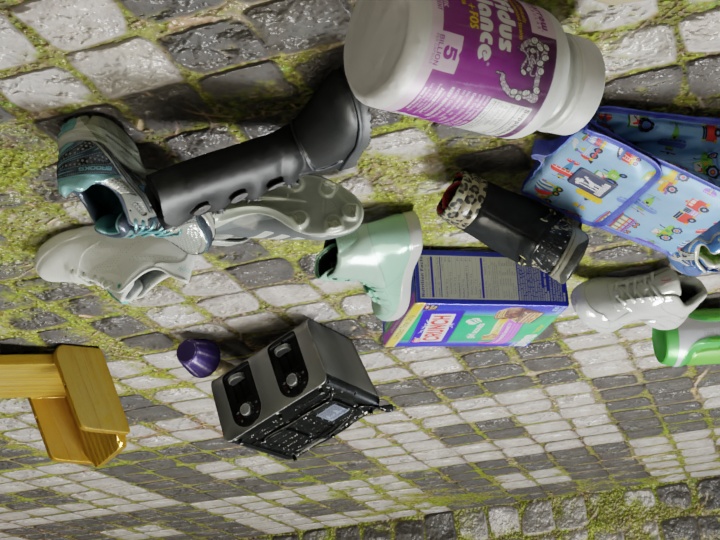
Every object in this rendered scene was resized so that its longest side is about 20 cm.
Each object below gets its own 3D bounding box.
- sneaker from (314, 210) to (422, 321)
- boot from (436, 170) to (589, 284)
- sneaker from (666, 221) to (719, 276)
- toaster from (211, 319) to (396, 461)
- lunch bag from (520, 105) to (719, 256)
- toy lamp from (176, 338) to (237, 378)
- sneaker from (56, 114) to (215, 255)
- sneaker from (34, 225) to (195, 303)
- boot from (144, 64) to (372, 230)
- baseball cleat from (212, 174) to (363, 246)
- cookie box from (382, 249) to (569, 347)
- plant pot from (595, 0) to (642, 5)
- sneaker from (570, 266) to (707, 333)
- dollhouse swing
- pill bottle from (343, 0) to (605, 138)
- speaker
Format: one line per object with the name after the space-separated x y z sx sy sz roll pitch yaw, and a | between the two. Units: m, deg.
0.000 -0.001 1.458 0.118 0.074 0.201 -7 149 -10 | sneaker
0.160 -0.057 1.353 0.153 0.074 0.204 28 -171 -4 | boot
0.399 -0.027 1.466 0.075 0.077 0.200 -8 160 5 | sneaker
-0.085 0.175 1.765 0.180 0.119 0.200 -33 150 17 | toaster
0.268 -0.104 1.264 0.199 0.095 0.151 14 156 -12 | lunch bag
-0.198 0.140 1.805 0.058 0.059 0.200 -14 159 23 | toy lamp
-0.221 -0.059 1.203 0.077 0.087 0.200 -18 140 33 | sneaker
-0.277 -0.001 1.388 0.199 0.089 0.075 -12 159 19 | sneaker
-0.096 -0.107 1.119 0.199 0.066 0.165 -17 161 -12 | boot
-0.097 -0.062 1.319 0.199 0.070 0.106 7 164 -2 | baseball cleat
0.140 0.039 1.587 0.199 0.076 0.171 1 159 -12 | cookie box
0.198 -0.257 0.719 0.199 0.201 0.177 -8 170 9 | plant pot
0.365 0.027 1.622 0.199 0.078 0.099 -3 154 -29 | sneaker
-0.461 0.208 1.793 0.175 0.182 0.200 -15 167 -33 | dollhouse swing
0.096 -0.168 1.005 0.199 0.113 0.112 8 155 -30 | pill bottle
0.524 0.092 1.782 0.199 0.089 0.089 -3 158 -4 | speaker
